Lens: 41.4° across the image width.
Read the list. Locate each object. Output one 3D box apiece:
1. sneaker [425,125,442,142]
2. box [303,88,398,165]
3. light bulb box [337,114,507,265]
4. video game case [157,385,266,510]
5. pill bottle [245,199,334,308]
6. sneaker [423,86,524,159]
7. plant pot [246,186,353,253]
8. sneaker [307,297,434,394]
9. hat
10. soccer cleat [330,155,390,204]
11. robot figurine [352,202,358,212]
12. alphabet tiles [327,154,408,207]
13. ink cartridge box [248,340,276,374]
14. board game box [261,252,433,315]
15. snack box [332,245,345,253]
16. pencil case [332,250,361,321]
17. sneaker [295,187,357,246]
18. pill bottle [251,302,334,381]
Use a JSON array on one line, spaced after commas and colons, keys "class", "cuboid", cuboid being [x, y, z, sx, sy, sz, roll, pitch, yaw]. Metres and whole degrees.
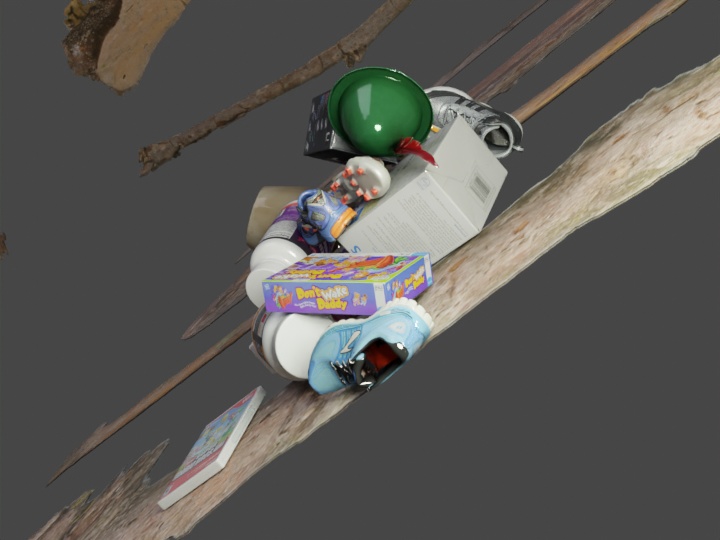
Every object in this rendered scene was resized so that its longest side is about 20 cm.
[{"class": "sneaker", "cuboid": [0.125, -0.180, 1.571, 0.078, 0.200, 0.078, -51, 44, -3]}, {"class": "box", "cuboid": [-0.013, -0.237, 1.603, 0.200, 0.120, 0.109, -168, 87, -74]}, {"class": "light bulb box", "cuboid": [0.095, -0.101, 1.455, 0.199, 0.125, 0.199, -35, 13, 37]}, {"class": "video game case", "cuboid": [-0.226, 0.270, 1.469, 0.142, 0.017, 0.201, -38, 11, 27]}, {"class": "pill bottle", "cuboid": [-0.117, -0.022, 1.579, 0.111, 0.112, 0.201, -34, 17, 34]}, {"class": "sneaker", "cuboid": [0.177, -0.239, 1.551, 0.114, 0.196, 0.077, -86, 16, -70]}, {"class": "plant pot", "cuboid": [-0.116, -0.078, 1.787, 0.200, 0.170, 0.204, 17, -90, -86]}, {"class": "sneaker", "cuboid": [-0.003, 0.104, 1.150, 0.199, 0.078, 0.090, -34, 16, 40]}, {"class": "hat", "cuboid": [0.018, -0.178, 1.376, 0.201, 0.162, 0.179, 117, 170, -52]}, {"class": "soccer cleat", "cuboid": [0.010, -0.146, 1.433, 0.077, 0.070, 0.200, -38, 8, -14]}, {"class": "robot figurine", "cuboid": [0.062, -0.128, 1.718, 0.167, 0.114, 0.200, 7, 43, 39]}, {"class": "alphabet tiles", "cuboid": [0.026, -0.166, 1.673, 0.198, 0.015, 0.196, -34, 26, -7]}, {"class": "ink cartridge box", "cuboid": [-0.081, 0.073, 1.574, 0.199, 0.068, 0.117, -36, 12, 28]}, {"class": "board game box", "cuboid": [-0.017, 0.016, 1.306, 0.196, 0.046, 0.134, 0, 18, 31]}, {"class": "snack box", "cuboid": [-0.020, -0.006, 1.644, 0.199, 0.072, 0.024, -41, -9, 10]}, {"class": "pencil case", "cuboid": [0.000, 0.000, 1.505, 0.087, 0.088, 0.200, -34, 10, 35]}, {"class": "sneaker", "cuboid": [-0.064, -0.091, 1.462, 0.076, 0.078, 0.200, -47, 11, -14]}, {"class": "pill bottle", "cuboid": [-0.094, 0.097, 1.395, 0.116, 0.117, 0.200, -43, 10, -8]}]
